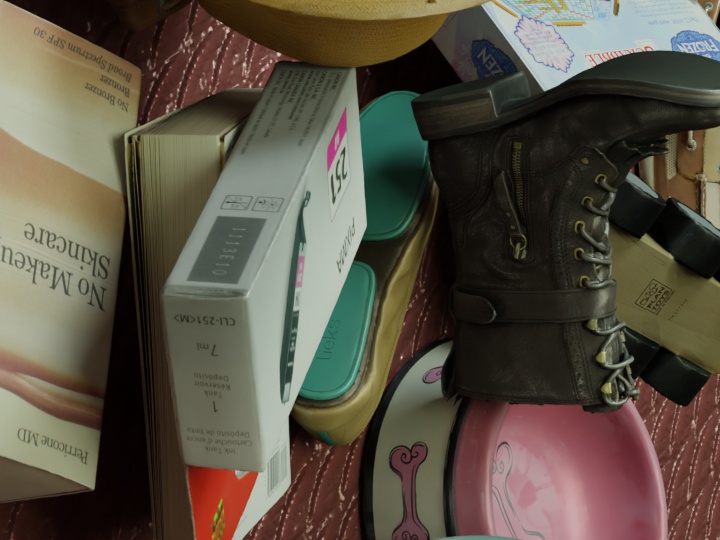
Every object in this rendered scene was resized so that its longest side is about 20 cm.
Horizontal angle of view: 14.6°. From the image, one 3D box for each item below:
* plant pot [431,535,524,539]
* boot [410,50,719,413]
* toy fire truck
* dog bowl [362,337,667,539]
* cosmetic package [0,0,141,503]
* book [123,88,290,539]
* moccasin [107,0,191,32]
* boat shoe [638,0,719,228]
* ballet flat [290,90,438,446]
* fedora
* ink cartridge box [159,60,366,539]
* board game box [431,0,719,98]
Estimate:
[{"bbox_3d":[0.077,0.213,1.373,0.134,0.200,0.201,-24,101,-36],"label":"plant pot"},{"bbox_3d":[0.116,-0.015,1.413,0.069,0.199,0.175,-25,106,-53],"label":"boot"},{"bbox_3d":[0.131,-0.045,1.599,0.176,0.200,0.129,26,104,-41],"label":"toy fire truck"},{"bbox_3d":[0.092,0.132,1.526,0.199,0.073,0.202,13,72,-47],"label":"dog bowl"},{"bbox_3d":[-0.168,-0.006,1.241,0.103,0.087,0.201,23,65,-47],"label":"cosmetic package"},{"bbox_3d":[-0.064,0.023,1.325,0.134,0.048,0.201,-41,130,-71],"label":"book"},{"bbox_3d":[-0.052,-0.176,1.374,0.201,0.073,0.078,-40,117,-45],"label":"moccasin"},{"bbox_3d":[0.215,-0.083,1.717,0.076,0.072,0.201,-8,88,-50],"label":"boat shoe"},{"bbox_3d":[0.000,0.000,1.470,0.063,0.068,0.201,69,35,-56],"label":"ballet flat"},{"bbox_3d":[-0.015,-0.151,1.288,0.201,0.200,0.082,-48,157,-43],"label":"fedora"},{"bbox_3d":[-0.037,0.028,1.263,0.200,0.043,0.174,-68,157,-54],"label":"ink cartridge box"},{"bbox_3d":[0.099,-0.161,1.553,0.199,0.041,0.200,-11,60,-49],"label":"board game box"}]
